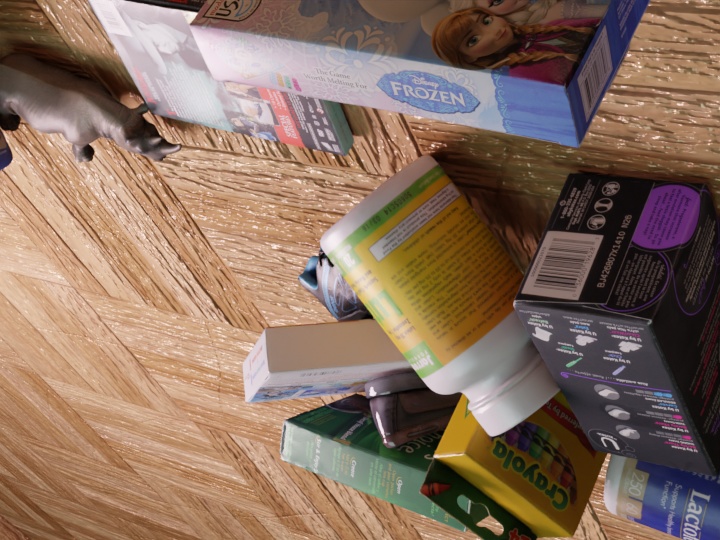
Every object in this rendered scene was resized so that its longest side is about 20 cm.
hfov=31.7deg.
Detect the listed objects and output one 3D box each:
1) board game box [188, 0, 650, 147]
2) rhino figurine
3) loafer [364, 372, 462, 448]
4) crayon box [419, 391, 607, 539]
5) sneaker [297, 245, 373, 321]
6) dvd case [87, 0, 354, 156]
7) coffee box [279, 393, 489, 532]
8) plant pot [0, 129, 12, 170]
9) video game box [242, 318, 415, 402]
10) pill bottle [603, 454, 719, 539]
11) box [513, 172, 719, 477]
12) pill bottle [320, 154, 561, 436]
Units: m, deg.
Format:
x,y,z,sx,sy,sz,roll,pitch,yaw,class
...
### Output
x,y,z,sx,sy,sz,roll,pitch,yaw,class
0.048,-0.162,0.619,0.197,0.201,0.044,13,149,29,board game box
-0.247,-0.138,1.131,0.198,0.060,0.088,20,156,15,rhino figurine
0.087,0.126,1.150,0.198,0.064,0.072,3,164,-39,loafer
0.144,0.130,1.052,0.127,0.201,0.051,37,153,-19,crayon box
0.000,0.000,1.112,0.082,0.074,0.200,35,153,-6,sneaker
-0.110,-0.160,0.994,0.198,0.022,0.146,13,150,28,dvd case
0.042,0.167,1.142,0.198,0.045,0.122,16,-164,33,coffee box
-0.450,-0.128,1.156,0.179,0.200,0.201,-13,109,44,plant pot
0.001,0.080,1.147,0.198,0.047,0.182,-4,165,-13,video game box
0.316,0.181,1.068,0.198,0.116,0.116,17,152,23,pill bottle
0.206,0.040,0.915,0.105,0.123,0.201,8,147,36,box
0.070,0.022,0.967,0.201,0.111,0.111,52,153,1,pill bottle
